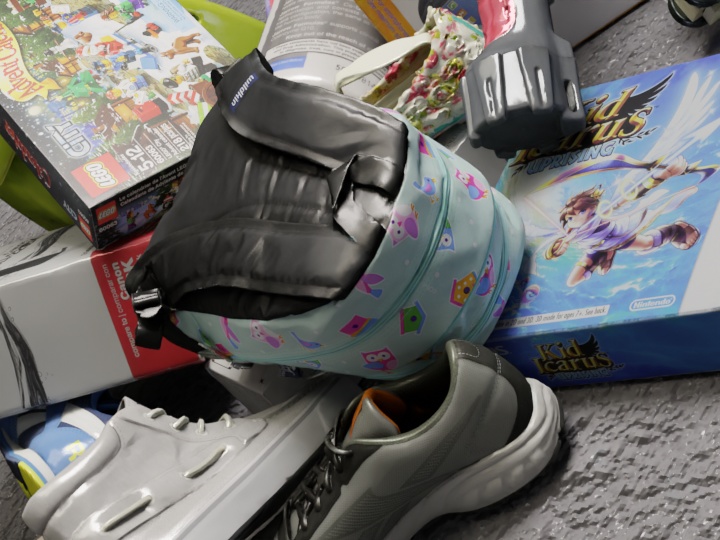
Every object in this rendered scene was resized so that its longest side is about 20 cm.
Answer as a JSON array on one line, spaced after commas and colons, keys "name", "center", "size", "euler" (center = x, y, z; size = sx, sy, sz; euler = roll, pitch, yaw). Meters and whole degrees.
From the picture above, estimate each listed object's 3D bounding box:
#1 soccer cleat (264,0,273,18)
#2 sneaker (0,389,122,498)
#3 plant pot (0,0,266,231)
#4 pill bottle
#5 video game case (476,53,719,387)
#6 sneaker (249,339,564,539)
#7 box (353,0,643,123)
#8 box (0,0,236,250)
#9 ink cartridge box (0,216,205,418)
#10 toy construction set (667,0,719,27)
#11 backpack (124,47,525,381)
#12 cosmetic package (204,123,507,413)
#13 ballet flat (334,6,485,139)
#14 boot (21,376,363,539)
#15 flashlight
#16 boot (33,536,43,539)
[{"name": "soccer cleat", "center": [-0.051, -0.232, 1.385], "size": [0.201, 0.066, 0.077], "euler": [-91, 22, -47]}, {"name": "sneaker", "center": [-0.182, 0.109, 1.076], "size": [0.082, 0.074, 0.200], "euler": [-32, 20, -13]}, {"name": "plant pot", "center": [-0.201, -0.122, 1.231], "size": [0.198, 0.180, 0.202], "euler": [17, 84, 61]}, {"name": "pill bottle", "center": [-0.012, -0.144, 1.146], "size": [0.113, 0.114, 0.201], "euler": [-23, 35, 33]}, {"name": "video game case", "center": [0.141, -0.028, 0.863], "size": [0.199, 0.045, 0.182], "euler": [-11, 42, 46]}, {"name": "sneaker", "center": [0.001, 0.102, 0.835], "size": [0.200, 0.079, 0.074], "euler": [-39, 29, 18]}, {"name": "box", "center": [0.104, -0.191, 1.051], "size": [0.199, 0.119, 0.042], "euler": [-32, 29, 21]}, {"name": "box", "center": [-0.155, -0.113, 1.050], "size": [0.136, 0.038, 0.200], "euler": [-29, 54, -23]}, {"name": "ink cartridge box", "center": [-0.178, 0.022, 1.077], "size": [0.198, 0.085, 0.144], "euler": [-17, 13, 17]}, {"name": "toy construction set", "center": [0.205, -0.214, 0.944], "size": [0.131, 0.092, 0.201], "euler": [-35, 65, -4]}, {"name": "backpack", "center": [-0.015, -0.020, 0.877], "size": [0.199, 0.126, 0.169], "euler": [6, 76, 52]}, {"name": "cosmetic package", "center": [0.000, 0.000, 1.003], "size": [0.201, 0.051, 0.082], "euler": [-52, 30, -13]}, {"name": "ballet flat", "center": [-0.006, -0.083, 1.002], "size": [0.199, 0.064, 0.076], "euler": [-39, 28, 10]}, {"name": "boot", "center": [-0.082, 0.092, 0.878], "size": [0.200, 0.095, 0.074], "euler": [-41, -12, -48]}, {"name": "flashlight", "center": [0.070, -0.159, 0.941], "size": [0.068, 0.067, 0.202], "euler": [-39, 48, 48]}, {"name": "boot", "center": [-0.164, 0.212, 0.916], "size": [0.199, 0.073, 0.151], "euler": [-37, 28, 2]}]
